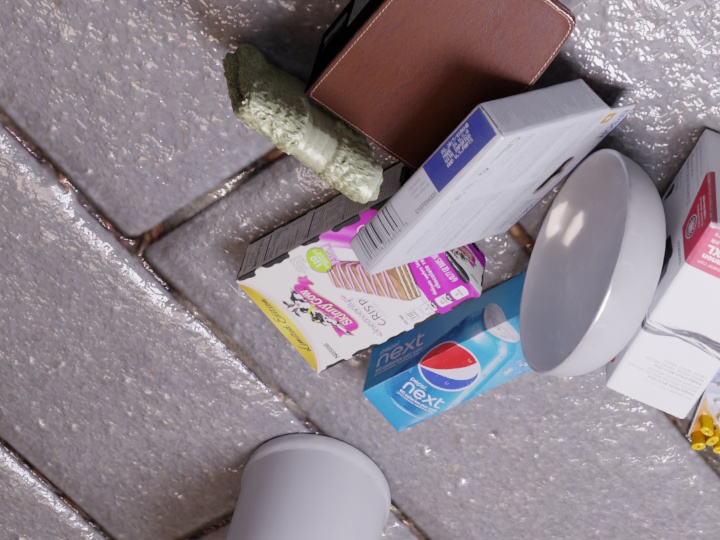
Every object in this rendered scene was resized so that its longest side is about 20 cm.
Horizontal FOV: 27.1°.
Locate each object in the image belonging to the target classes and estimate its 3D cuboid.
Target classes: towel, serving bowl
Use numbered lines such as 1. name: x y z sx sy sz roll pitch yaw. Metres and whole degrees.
1. towel: -0.049 -0.129 1.253 0.148 0.200 0.037 34 104 -16
2. serving bowl: 0.209 0.001 1.293 0.065 0.201 0.201 18 129 -14

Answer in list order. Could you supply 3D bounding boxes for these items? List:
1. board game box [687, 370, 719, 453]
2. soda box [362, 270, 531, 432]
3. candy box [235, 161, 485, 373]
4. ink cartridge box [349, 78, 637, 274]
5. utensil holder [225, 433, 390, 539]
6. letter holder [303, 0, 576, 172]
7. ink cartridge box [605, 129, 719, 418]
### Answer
1. board game box: 0.437 0.119 1.438 0.198 0.026 0.202 13 129 3
2. soda box: 0.100 0.080 1.455 0.199 0.068 0.064 -29 117 30
3. candy box: 0.000 0.000 1.421 0.199 0.061 0.137 -27 118 29
4. ink cartridge box: 0.113 -0.083 1.270 0.044 0.199 0.196 56 132 14
5. utensil holder: -0.065 0.303 1.578 0.168 0.201 0.171 6 129 8
6. letter holder: 0.072 -0.196 1.232 0.141 0.101 0.200 33 127 -16
7. ink cartridge box: 0.290 0.005 1.306 0.083 0.146 0.201 21 128 -6
